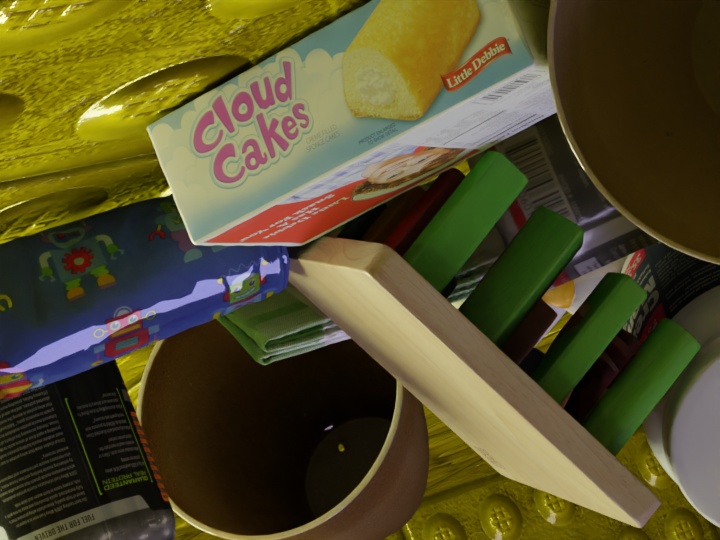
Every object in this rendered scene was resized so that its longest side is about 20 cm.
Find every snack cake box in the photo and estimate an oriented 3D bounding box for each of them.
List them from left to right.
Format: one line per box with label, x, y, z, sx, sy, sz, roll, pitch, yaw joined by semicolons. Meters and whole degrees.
snack cake box;0.011;-0.081;1.117;0.199;0.068;0.115;-27;170;24

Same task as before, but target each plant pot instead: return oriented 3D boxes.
plant pot;-0.029;0.117;1.560;0.185;0.187;0.200;-24;154;9
plant pot;0.195;-0.106;1.063;0.199;0.201;0.134;-25;178;15

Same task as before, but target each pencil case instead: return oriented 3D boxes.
pencil case;-0.139;0.006;1.210;0.199;0.087;0.078;-21;144;-16

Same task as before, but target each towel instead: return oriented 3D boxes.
towel;0.000;0.000;1.386;0.199;0.031;0.149;-18;-155;-21

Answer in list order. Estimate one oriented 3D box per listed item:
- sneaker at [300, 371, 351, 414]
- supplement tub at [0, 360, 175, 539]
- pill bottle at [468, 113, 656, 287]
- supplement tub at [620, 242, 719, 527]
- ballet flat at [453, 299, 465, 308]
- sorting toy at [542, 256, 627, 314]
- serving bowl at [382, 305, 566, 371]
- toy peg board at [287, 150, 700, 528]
sneaker;-0.015;0.058;1.657;0.199;0.089;0.075;-24;-171;20
supplement tub;-0.182;0.112;1.311;0.122;0.201;0.123;-21;169;-4
pill bottle;0.165;-0.078;1.281;0.199;0.115;0.114;-24;169;9
supplement tub;0.222;0.050;1.291;0.140;0.141;0.200;-24;-160;9
ballet flat;0.044;0.019;1.475;0.069;0.070;0.200;-19;-163;-15
sorting toy;0.200;-0.046;1.406;0.180;0.199;0.107;-57;-171;36
serving bowl;0.103;0.023;1.632;0.200;0.066;0.200;-44;168;-12
toy peg board;0.073;0.024;1.223;0.098;0.200;0.199;-49;-165;-9
